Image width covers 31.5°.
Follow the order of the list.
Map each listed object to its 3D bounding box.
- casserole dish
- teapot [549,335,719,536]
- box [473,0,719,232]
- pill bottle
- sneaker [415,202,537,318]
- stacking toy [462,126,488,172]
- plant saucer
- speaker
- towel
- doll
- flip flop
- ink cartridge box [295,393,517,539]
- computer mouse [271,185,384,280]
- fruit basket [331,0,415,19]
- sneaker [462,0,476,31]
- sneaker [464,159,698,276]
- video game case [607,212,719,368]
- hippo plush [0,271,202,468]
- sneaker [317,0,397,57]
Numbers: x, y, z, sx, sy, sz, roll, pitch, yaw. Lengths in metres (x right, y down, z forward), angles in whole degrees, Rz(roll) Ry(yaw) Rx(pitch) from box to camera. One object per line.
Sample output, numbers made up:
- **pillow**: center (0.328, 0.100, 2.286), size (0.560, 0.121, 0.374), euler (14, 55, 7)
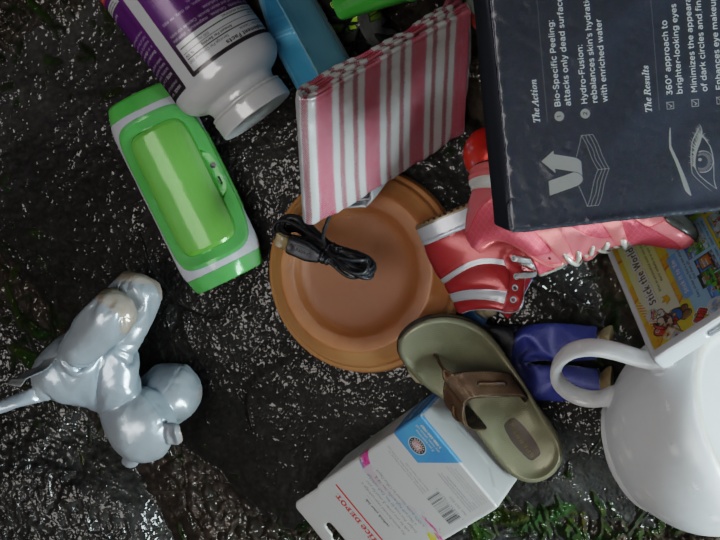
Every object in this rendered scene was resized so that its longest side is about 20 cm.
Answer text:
- **casserole dish**: center (-0.042, -0.192, 1.165), size (0.039, 0.121, 0.200), euler (-23, 64, -8)
- **teapot**: center (0.279, 0.146, 1.132), size (0.146, 0.197, 0.201), euler (-23, 78, 41)
- **box**: center (0.195, -0.138, 0.974), size (0.199, 0.117, 0.197), euler (-6, 94, 1)
- **pill bottle**: center (-0.156, -0.226, 1.208), size (0.112, 0.112, 0.200), euler (-36, 91, 21)
- **sneaker**: center (0.162, -0.027, 1.164), size (0.199, 0.071, 0.113), euler (-21, 90, 9)
- **stacking toy**: center (0.180, -0.135, 1.146), size (0.200, 0.085, 0.086), euler (-23, 95, 25)
- **plant saucer**: center (0.000, 0.000, 1.233), size (0.199, 0.037, 0.201), euler (0, 91, 20)
- **speaker**: center (-0.172, -0.082, 1.261), size (0.088, 0.088, 0.200), euler (-24, 95, 21)
- **towel**: center (0.020, -0.138, 1.108), size (0.030, 0.200, 0.147), euler (38, 147, 32)
- **doll**: center (0.140, 0.094, 1.225), size (0.199, 0.048, 0.137), euler (0, 102, 17)
- **flip flop**: center (0.114, 0.121, 1.176), size (0.081, 0.058, 0.200), euler (-37, 100, 14)
- **ink cartridge box**: center (0.043, 0.215, 1.258), size (0.115, 0.068, 0.200), euler (50, 125, -1)
- **computer mouse**: center (-0.003, -0.091, 1.197), size (0.109, 0.044, 0.200), euler (17, 74, 26)
- **fruit basket**: center (0.077, -0.296, 1.071), size (0.215, 0.216, 0.156), euler (-26, 93, 21)
- **sneaker**: center (0.170, -0.218, 1.105), size (0.108, 0.067, 0.201), euler (-49, 48, 10)
- **sneaker**: center (0.183, -0.032, 1.086), size (0.199, 0.074, 0.087), euler (13, 85, 16)
- **video game case**: center (0.297, -0.038, 1.082), size (0.182, 0.200, 0.023), euler (-36, 128, 21)
- **hippo plush**: center (-0.231, 0.109, 1.278), size (0.161, 0.200, 0.159), euler (46, 133, -6)
- **sneaker**: center (-0.009, -0.232, 1.167), size (0.071, 0.083, 0.200), euler (-20, 89, 19)
